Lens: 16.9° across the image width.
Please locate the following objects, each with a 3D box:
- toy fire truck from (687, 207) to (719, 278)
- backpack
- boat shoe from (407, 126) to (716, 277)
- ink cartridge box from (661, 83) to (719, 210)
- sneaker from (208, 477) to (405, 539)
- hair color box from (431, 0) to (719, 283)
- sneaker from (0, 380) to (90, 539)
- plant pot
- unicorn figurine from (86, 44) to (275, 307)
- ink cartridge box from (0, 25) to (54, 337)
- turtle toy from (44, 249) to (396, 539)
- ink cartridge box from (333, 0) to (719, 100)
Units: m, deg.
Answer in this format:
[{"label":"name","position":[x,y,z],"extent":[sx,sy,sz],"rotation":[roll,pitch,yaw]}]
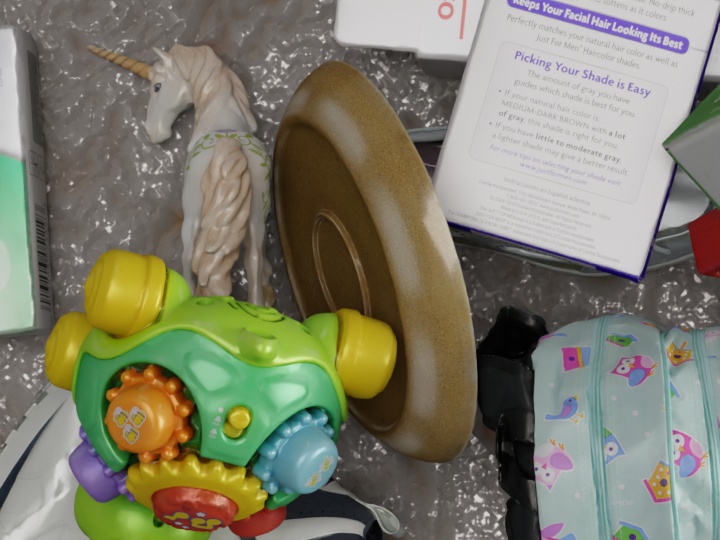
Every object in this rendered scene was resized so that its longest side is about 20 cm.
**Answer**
[{"label":"toy fire truck","position":[0.250,-0.071,1.168],"extent":[0.200,0.049,0.141],"rotation":[-5,78,-18]},{"label":"backpack","position":[0.123,0.086,1.132],"extent":[0.126,0.200,0.167],"rotation":[-10,83,6]},{"label":"boat shoe","position":[0.086,-0.040,1.216],"extent":[0.202,0.065,0.075],"rotation":[8,86,6]},{"label":"ink cartridge box","position":[0.260,-0.076,1.100],"extent":[0.146,0.084,0.200],"rotation":[46,69,-5]},{"label":"sneaker","position":[-0.038,0.193,1.202],"extent":[0.129,0.079,0.199],"rotation":[16,77,17]},{"label":"hair color box","position":[0.110,-0.105,1.154],"extent":[0.109,0.065,0.200],"rotation":[17,92,8]},{"label":"sneaker","position":[-0.143,0.101,1.236],"extent":[0.080,0.076,0.200],"rotation":[32,94,-2]},{"label":"plant pot","position":[0.000,0.000,1.158],"extent":[0.027,0.200,0.200],"rotation":[-17,82,-17]},{"label":"unicorn figurine","position":[-0.073,-0.042,1.213],"extent":[0.074,0.200,0.138],"rotation":[-6,99,-19]},{"label":"ink cartridge box","position":[-0.264,-0.038,1.269],"extent":[0.200,0.050,0.161],"rotation":[-5,84,4]},{"label":"turtle toy","position":[-0.077,0.075,1.115],"extent":[0.146,0.200,0.101],"rotation":[15,62,-16]},{"label":"ink cartridge box","position":[0.093,-0.154,1.225],"extent":[0.200,0.067,0.116],"rotation":[6,87,7]}]
